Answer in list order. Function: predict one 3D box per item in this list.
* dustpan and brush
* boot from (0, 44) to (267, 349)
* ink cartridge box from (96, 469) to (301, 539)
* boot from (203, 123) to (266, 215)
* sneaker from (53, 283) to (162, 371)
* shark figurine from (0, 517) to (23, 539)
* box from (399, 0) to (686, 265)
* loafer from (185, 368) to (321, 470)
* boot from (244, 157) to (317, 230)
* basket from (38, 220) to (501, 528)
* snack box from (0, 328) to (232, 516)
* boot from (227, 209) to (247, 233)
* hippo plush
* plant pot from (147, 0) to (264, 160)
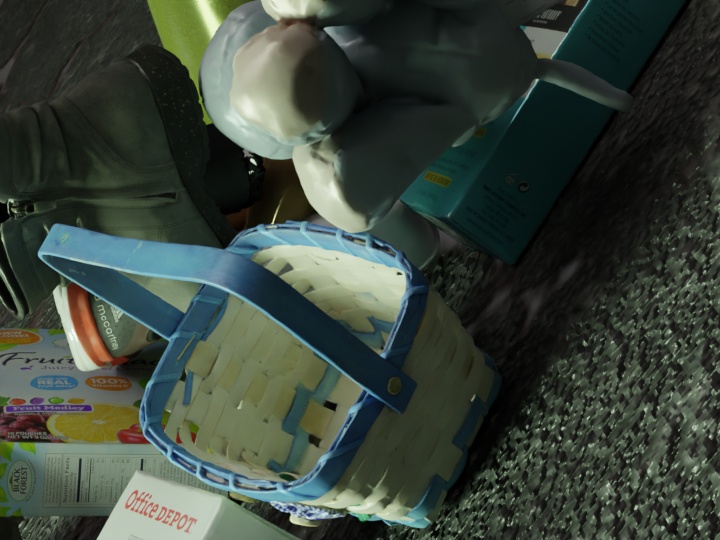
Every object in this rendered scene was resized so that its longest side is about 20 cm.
[{"bbox_3d":[0.000,0.000,1.114,0.139,0.058,0.200,-25,9,-18],"label":"dustpan and brush"},{"bbox_3d":[-0.131,-0.007,1.032,0.130,0.201,0.068,-30,26,-28],"label":"boot"},{"bbox_3d":[-0.112,0.213,1.042,0.201,0.083,0.145,-60,22,-12],"label":"ink cartridge box"},{"bbox_3d":[-0.133,-0.045,1.145,0.198,0.161,0.074,179,79,-72],"label":"boot"},{"bbox_3d":[-0.130,0.016,1.220,0.081,0.078,0.200,-18,9,3],"label":"sneaker"},{"bbox_3d":[-0.264,0.171,1.308,0.089,0.216,0.128,-21,29,-19],"label":"shark figurine"},{"bbox_3d":[0.104,-0.104,1.086,0.201,0.049,0.082,-57,21,-2],"label":"box"},{"bbox_3d":[-0.065,0.051,1.170,0.075,0.069,0.200,-20,30,-6],"label":"loafer"},{"bbox_3d":[-0.029,-0.087,1.204,0.175,0.066,0.201,-39,-25,-57],"label":"boot"},{"bbox_3d":[-0.041,0.039,0.960,0.176,0.200,0.140,11,66,53],"label":"basket"},{"bbox_3d":[-0.163,0.091,1.247,0.200,0.141,0.053,-126,41,-68],"label":"snack box"},{"bbox_3d":[-0.143,-0.056,1.400,0.077,0.155,0.201,-20,41,57],"label":"boot"},{"bbox_3d":[-0.003,-0.125,0.997,0.199,0.160,0.161,-27,24,-23],"label":"hippo plush"},{"bbox_3d":[-0.072,-0.208,1.334,0.186,0.201,0.188,-24,31,15],"label":"plant pot"}]
